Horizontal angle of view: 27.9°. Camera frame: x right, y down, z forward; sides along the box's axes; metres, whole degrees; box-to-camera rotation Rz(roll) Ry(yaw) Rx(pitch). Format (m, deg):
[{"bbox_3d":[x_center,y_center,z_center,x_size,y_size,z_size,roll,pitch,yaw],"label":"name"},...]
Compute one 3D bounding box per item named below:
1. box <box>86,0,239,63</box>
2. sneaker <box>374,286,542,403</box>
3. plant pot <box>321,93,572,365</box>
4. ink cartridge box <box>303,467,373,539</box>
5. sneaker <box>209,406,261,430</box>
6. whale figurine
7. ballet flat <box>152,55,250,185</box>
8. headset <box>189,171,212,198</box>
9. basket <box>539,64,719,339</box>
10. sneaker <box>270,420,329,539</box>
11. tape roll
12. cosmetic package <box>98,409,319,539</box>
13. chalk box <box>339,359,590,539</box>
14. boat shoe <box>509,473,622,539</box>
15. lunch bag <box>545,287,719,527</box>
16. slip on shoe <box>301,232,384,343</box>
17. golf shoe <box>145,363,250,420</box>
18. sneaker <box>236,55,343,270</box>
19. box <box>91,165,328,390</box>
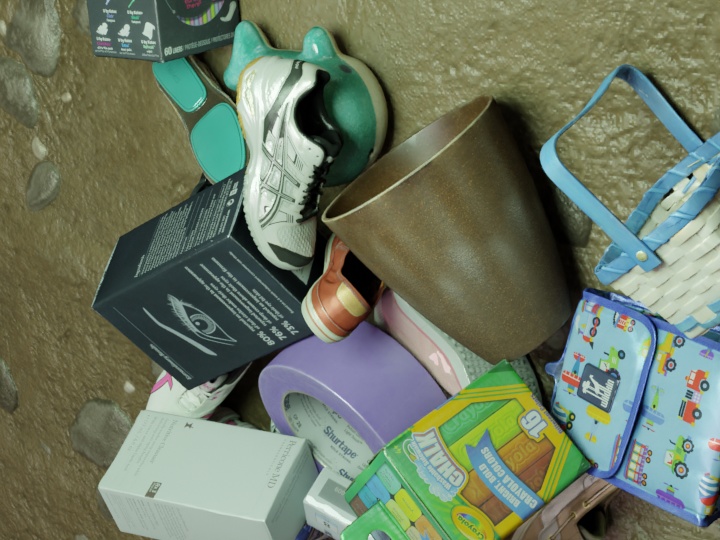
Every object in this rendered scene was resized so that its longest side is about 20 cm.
[{"bbox_3d":[-0.202,-0.319,1.443,0.105,0.122,0.202,10,114,36],"label":"box"},{"bbox_3d":[0.089,0.086,1.411,0.201,0.075,0.105,50,149,-1],"label":"sneaker"},{"bbox_3d":[0.097,-0.022,1.302,0.186,0.187,0.201,-26,105,42],"label":"plant pot"},{"bbox_3d":[0.023,0.289,1.478,0.159,0.047,0.200,27,154,15],"label":"ink cartridge box"},{"bbox_3d":[-0.148,0.195,1.645,0.088,0.081,0.201,-36,90,38],"label":"sneaker"},{"bbox_3d":[-0.069,-0.163,1.411,0.200,0.103,0.160,38,128,23],"label":"whale figurine"},{"bbox_3d":[-0.146,-0.152,1.484,0.068,0.067,0.201,-37,59,14],"label":"ballet flat"},{"bbox_3d":[-0.125,-0.043,1.544,0.123,0.094,0.201,40,113,25],"label":"headset"},{"bbox_3d":[0.242,-0.058,1.151,0.200,0.176,0.139,50,135,-3],"label":"basket"},{"bbox_3d":[-0.070,0.211,1.577,0.077,0.085,0.202,2,108,38],"label":"sneaker"},{"bbox_3d":[-0.001,0.144,1.444,0.199,0.085,0.201,35,151,23],"label":"tape roll"},{"bbox_3d":[-0.153,0.221,1.492,0.198,0.113,0.082,4,136,23],"label":"cosmetic package"},{"bbox_3d":[0.075,0.195,1.266,0.125,0.199,0.124,50,149,10],"label":"chalk box"},{"bbox_3d":[0.202,0.232,1.371,0.066,0.074,0.201,43,129,24],"label":"boat shoe"},{"bbox_3d":[0.249,0.110,1.261,0.199,0.094,0.152,20,104,39],"label":"lunch bag"},{"bbox_3d":[0.000,0.000,1.369,0.061,0.200,0.074,-36,102,25],"label":"slip on shoe"},{"bbox_3d":[-0.173,0.115,1.564,0.072,0.092,0.200,38,101,-3],"label":"golf shoe"},{"bbox_3d":[-0.057,-0.092,1.314,0.087,0.076,0.202,4,114,29],"label":"sneaker"},{"bbox_3d":[-0.141,0.011,1.437,0.199,0.105,0.148,-24,126,32],"label":"box"}]
